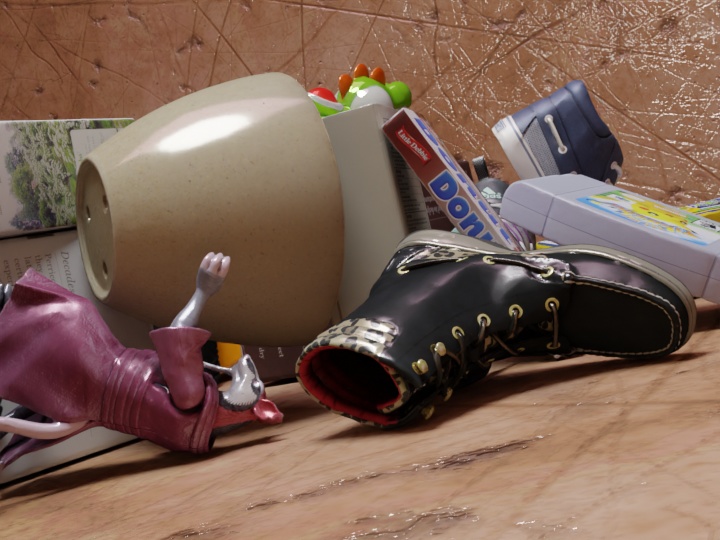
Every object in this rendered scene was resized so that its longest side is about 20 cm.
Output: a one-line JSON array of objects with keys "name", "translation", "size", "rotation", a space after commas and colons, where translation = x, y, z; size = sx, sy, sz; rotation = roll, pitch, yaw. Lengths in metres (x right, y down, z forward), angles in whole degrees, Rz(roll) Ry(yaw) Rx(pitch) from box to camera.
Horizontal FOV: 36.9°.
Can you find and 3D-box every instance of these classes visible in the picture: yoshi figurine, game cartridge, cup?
[{"name": "yoshi figurine", "translation": [-0.016, -0.114, 1.017], "size": [0.200, 0.112, 0.112], "rotation": [-31, -28, -39]}, {"name": "game cartridge", "translation": [0.208, -0.024, 0.776], "size": [0.199, 0.041, 0.133], "rotation": [23, 22, 25]}, {"name": "cup", "translation": [-0.119, -0.035, 0.763], "size": [0.143, 0.201, 0.200], "rotation": [-8, -1, -27]}]

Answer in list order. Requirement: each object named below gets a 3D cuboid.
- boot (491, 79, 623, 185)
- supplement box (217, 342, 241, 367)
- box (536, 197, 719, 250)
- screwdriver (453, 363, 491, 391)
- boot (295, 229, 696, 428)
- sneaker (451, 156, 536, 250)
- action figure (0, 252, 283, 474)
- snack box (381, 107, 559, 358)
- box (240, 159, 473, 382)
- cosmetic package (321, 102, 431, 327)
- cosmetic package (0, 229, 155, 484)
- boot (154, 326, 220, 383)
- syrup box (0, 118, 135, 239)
[{"name": "boot", "translation": [0.204, -0.066, 0.960], "size": [0.090, 0.200, 0.073], "rotation": [-30, 18, 10]}, {"name": "supplement box", "translation": [-0.164, 0.047, 1.213], "size": [0.073, 0.126, 0.200], "rotation": [-34, -1, 4]}, {"name": "box", "translation": [0.255, -0.010, 0.927], "size": [0.199, 0.070, 0.064], "rotation": [-14, 9, -19]}, {"name": "screwdriver", "translation": [0.099, 0.050, 0.760], "size": [0.029, 0.028, 0.200], "rotation": [20, 20, 25]}, {"name": "boot", "translation": [0.078, 0.043, 0.633], "size": [0.203, 0.074, 0.154], "rotation": [11, 32, 30]}, {"name": "sneaker", "translation": [0.108, -0.041, 0.930], "size": [0.077, 0.140, 0.200], "rotation": [-8, -22, 13]}, {"name": "action figure", "translation": [-0.145, 0.073, 0.667], "size": [0.199, 0.134, 0.149], "rotation": [13, 44, 9]}, {"name": "snack box", "translation": [0.089, -0.028, 0.768], "size": [0.024, 0.200, 0.072], "rotation": [-38, -5, 14]}, {"name": "box", "translation": [0.000, 0.000, 1.007], "size": [0.199, 0.165, 0.166], "rotation": [-12, 1, 28]}, {"name": "cosmetic package", "translation": [0.013, -0.018, 0.814], "size": [0.073, 0.201, 0.104], "rotation": [-14, 0, 15]}, {"name": "cosmetic package", "translation": [-0.279, 0.067, 0.803], "size": [0.164, 0.166, 0.200], "rotation": [-10, 3, 41]}, {"name": "boot", "translation": [-0.235, 0.034, 1.079], "size": [0.167, 0.201, 0.076], "rotation": [-7, -2, 11]}, {"name": "syrup box", "translation": [-0.253, -0.063, 0.783], "size": [0.081, 0.079, 0.200], "rotation": [-8, 4, 34]}]
